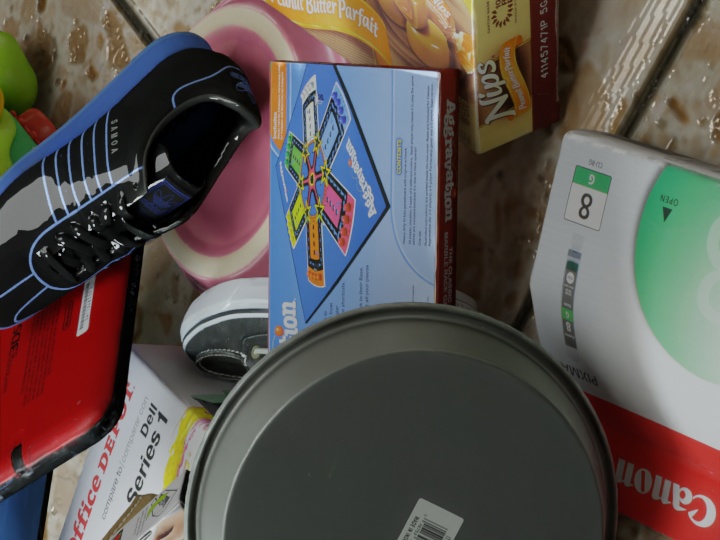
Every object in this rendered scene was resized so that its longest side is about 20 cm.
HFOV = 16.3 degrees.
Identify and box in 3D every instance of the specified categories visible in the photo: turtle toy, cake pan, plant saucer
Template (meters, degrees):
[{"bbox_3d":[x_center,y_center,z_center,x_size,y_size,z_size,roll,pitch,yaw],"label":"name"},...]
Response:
[{"bbox_3d":[-0.240,-0.063,1.569,0.146,0.101,0.201,-33,60,44],"label":"turtle toy"},{"bbox_3d":[0.022,0.115,1.118,0.037,0.199,0.201,-131,53,-76],"label":"cake pan"},{"bbox_3d":[-0.057,-0.068,1.381,0.200,0.051,0.201,-10,77,51],"label":"plant saucer"}]

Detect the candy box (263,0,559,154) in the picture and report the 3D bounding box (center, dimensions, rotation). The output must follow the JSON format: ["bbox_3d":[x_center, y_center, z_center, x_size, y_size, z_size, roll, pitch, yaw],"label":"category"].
[{"bbox_3d":[0.019,-0.155,1.250,0.200,0.055,0.116,40,143,44],"label":"candy box"}]

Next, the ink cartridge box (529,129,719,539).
[{"bbox_3d":[0.134,0.050,1.127,0.161,0.050,0.201,23,101,51],"label":"ink cartridge box"}]

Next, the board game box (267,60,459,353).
[{"bbox_3d":[0.000,0.000,1.222,0.103,0.019,0.201,6,100,34],"label":"board game box"}]

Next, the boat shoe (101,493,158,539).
[{"bbox_3d":[-0.151,0.178,1.234,0.066,0.200,0.074,22,136,11],"label":"boat shoe"}]

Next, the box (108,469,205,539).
[{"bbox_3d":[-0.048,0.197,1.175,0.110,0.200,0.035,-41,15,18],"label":"box"}]

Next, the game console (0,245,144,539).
[{"bbox_3d":[-0.159,0.083,1.404,0.172,0.119,0.200,-32,33,24],"label":"game console"}]

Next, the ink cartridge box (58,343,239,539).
[{"bbox_3d":[-0.072,0.148,1.343,0.200,0.084,0.145,41,117,47],"label":"ink cartridge box"}]

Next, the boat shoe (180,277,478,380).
[{"bbox_3d":[-0.027,0.046,1.295,0.200,0.072,0.071,-6,64,47],"label":"boat shoe"}]

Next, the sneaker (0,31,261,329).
[{"bbox_3d":[-0.136,-0.038,1.336,0.200,0.070,0.078,-48,42,4],"label":"sneaker"}]
